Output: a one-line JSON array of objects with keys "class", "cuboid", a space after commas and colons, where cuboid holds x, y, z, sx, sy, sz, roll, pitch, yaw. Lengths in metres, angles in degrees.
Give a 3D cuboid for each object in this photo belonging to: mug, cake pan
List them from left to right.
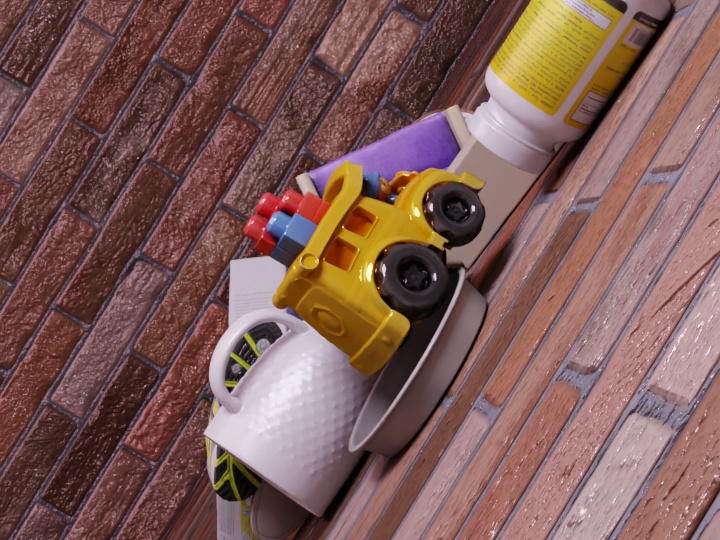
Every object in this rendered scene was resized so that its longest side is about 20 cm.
[{"class": "mug", "cuboid": [-0.068, 0.123, 1.637, 0.176, 0.200, 0.148, -55, 29, -9]}, {"class": "cake pan", "cuboid": [0.056, 0.091, 1.500, 0.201, 0.037, 0.200, -58, 4, 7]}]

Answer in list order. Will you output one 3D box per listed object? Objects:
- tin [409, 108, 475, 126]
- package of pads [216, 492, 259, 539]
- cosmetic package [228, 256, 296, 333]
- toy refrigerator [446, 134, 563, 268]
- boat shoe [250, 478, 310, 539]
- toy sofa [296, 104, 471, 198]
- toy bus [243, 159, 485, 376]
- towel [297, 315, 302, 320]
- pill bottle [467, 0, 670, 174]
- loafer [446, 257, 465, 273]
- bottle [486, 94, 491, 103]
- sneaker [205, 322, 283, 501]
[{"class": "tin", "cuboid": [0.093, -0.116, 1.904, 0.042, 0.112, 0.200, 74, -154, -45]}, {"class": "package of pads", "cuboid": [-0.118, 0.229, 1.933, 0.200, 0.068, 0.155, -65, -20, -56]}, {"class": "cosmetic package", "cuboid": [-0.112, 0.088, 1.871, 0.102, 0.074, 0.200, 82, -178, -45]}, {"class": "toy refrigerator", "cuboid": [0.138, -0.104, 1.682, 0.200, 0.076, 0.070, -56, 5, 36]}, {"class": "boat shoe", "cuboid": [-0.076, 0.197, 1.767, 0.060, 0.074, 0.201, 31, 106, 62]}, {"class": "toy sofa", "cuboid": [0.034, -0.108, 1.799, 0.200, 0.083, 0.098, -25, 0, -6]}, {"class": "toy bus", "cuboid": [-0.003, -0.032, 1.518, 0.200, 0.192, 0.136, -59, 3, -29]}, {"class": "towel", "cuboid": [-0.057, 0.041, 1.890, 0.200, 0.024, 0.145, -93, 14, -66]}, {"class": "pill bottle", "cuboid": [0.188, -0.194, 1.502, 0.200, 0.112, 0.112, -56, 5, 18]}, {"class": "loafer", "cuboid": [0.024, 0.010, 1.641, 0.200, 0.068, 0.076, -9, -47, -42]}, {"class": "bottle", "cuboid": [0.180, -0.186, 1.834, 0.084, 0.065, 0.200, -48, 8, 26]}, {"class": "sneaker", "cuboid": [-0.134, 0.143, 1.735, 0.076, 0.075, 0.201, 25, 103, 64]}]
